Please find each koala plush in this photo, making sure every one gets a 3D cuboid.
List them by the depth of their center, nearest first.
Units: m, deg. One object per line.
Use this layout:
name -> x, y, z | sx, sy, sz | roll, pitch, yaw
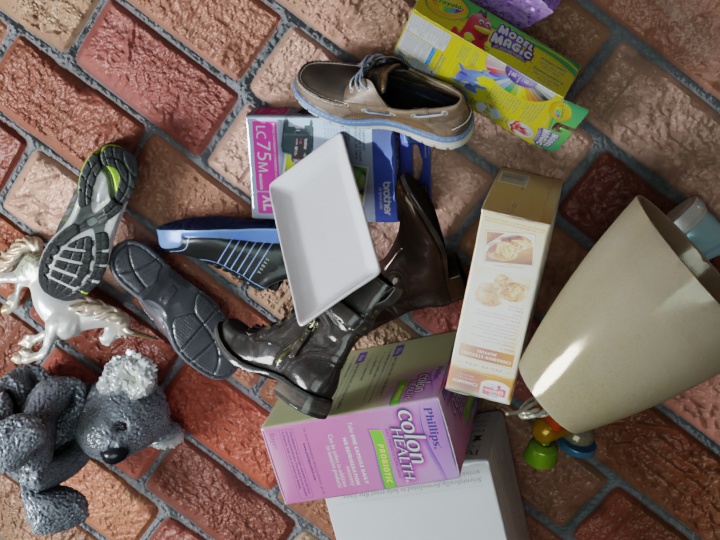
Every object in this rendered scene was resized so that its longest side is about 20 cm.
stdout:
koala plush -> -0.315, 0.175, 1.578 | 0.199, 0.184, 0.178 | -16, 130, 2

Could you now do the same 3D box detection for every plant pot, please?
plant pot -> 0.258, 0.062, 1.315 | 0.200, 0.187, 0.187 | -42, 97, 16

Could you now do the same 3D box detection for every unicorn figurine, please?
unicorn figurine -> -0.356, 0.046, 1.571 | 0.137, 0.074, 0.201 | -35, 94, 10

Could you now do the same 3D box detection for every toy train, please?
toy train -> 0.202, 0.166, 1.444 | 0.085, 0.199, 0.116 | 39, 128, 33

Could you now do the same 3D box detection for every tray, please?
tray -> -0.035, -0.042, 1.389 | 0.107, 0.201, 0.022 | -35, 137, 23

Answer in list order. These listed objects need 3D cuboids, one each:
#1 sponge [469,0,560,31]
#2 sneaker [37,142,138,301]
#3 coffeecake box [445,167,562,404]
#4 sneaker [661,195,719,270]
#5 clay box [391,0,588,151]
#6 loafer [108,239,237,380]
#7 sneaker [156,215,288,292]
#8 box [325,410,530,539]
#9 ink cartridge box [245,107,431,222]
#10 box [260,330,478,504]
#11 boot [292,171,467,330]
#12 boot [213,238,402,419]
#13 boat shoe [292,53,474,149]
sponge -> 0.094, -0.305, 1.318 | 0.200, 0.030, 0.111 | 41, 148, -19
sneaker -> -0.302, -0.056, 1.516 | 0.074, 0.081, 0.201 | 26, 106, -13
coffeecake box -> 0.151, 0.013, 1.409 | 0.073, 0.154, 0.201 | 13, 112, 8
sneaker -> 0.304, 0.015, 1.421 | 0.082, 0.074, 0.200 | 46, 113, -2
clay box -> 0.135, -0.202, 1.356 | 0.199, 0.115, 0.048 | 29, 70, -1
loafer -> -0.214, 0.041, 1.559 | 0.072, 0.063, 0.200 | -43, 103, -8
sneaker -> -0.131, -0.016, 1.505 | 0.198, 0.070, 0.079 | 2, 106, 11
box -> 0.081, 0.286, 1.539 | 0.198, 0.131, 0.201 | -9, 108, 15
ink cartridge box -> -0.023, -0.114, 1.462 | 0.198, 0.042, 0.120 | 1, 111, 10
box -> 0.016, 0.160, 1.482 | 0.199, 0.176, 0.097 | -12, 107, 15
boot -> 0.000, 0.000, 1.453 | 0.199, 0.064, 0.187 | -20, 126, 11
boot -> -0.054, 0.044, 1.418 | 0.200, 0.069, 0.175 | 32, 98, 38
boat shoe -> 0.023, -0.188, 1.388 | 0.199, 0.073, 0.073 | 14, 152, 12
